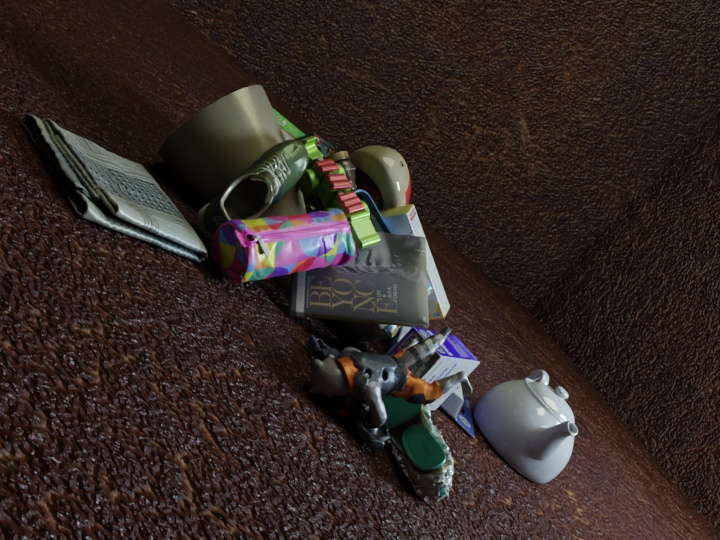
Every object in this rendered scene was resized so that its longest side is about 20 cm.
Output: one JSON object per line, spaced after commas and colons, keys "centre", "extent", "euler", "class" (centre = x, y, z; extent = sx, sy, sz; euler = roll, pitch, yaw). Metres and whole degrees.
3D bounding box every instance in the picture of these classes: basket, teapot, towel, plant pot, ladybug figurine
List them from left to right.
{"centre": [-0.287, -0.101, 0.963], "extent": [0.193, 0.035, 0.199], "euler": [50, 13, 30], "class": "towel"}
{"centre": [-0.171, -0.142, 1.225], "extent": [0.201, 0.186, 0.187], "euler": [57, 11, -1], "class": "plant pot"}
{"centre": [0.000, 0.000, 1.243], "extent": [0.138, 0.176, 0.201], "euler": [-9, -62, 55], "class": "basket"}
{"centre": [0.033, -0.141, 1.375], "extent": [0.136, 0.072, 0.201], "euler": [47, -24, 13], "class": "ladybug figurine"}
{"centre": [0.304, 0.259, 1.416], "extent": [0.200, 0.146, 0.197], "euler": [49, 12, 36], "class": "teapot"}

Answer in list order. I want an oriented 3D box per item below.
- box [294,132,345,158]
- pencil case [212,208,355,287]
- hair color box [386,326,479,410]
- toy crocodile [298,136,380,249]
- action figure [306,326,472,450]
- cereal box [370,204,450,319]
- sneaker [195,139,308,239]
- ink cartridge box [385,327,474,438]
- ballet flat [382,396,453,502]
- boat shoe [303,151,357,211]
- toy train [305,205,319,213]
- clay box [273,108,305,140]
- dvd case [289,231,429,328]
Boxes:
{"centre": [-0.135, -0.173, 1.382], "extent": [0.136, 0.197, 0.038], "euler": [16, 60, -68], "class": "box"}
{"centre": [-0.098, -0.034, 1.071], "extent": [0.198, 0.089, 0.089], "euler": [-12, 49, -42], "class": "pencil case"}
{"centre": [0.094, 0.147, 1.181], "extent": [0.065, 0.109, 0.200], "euler": [46, 11, 21], "class": "hair color box"}
{"centre": [-0.036, -0.113, 1.184], "extent": [0.067, 0.062, 0.201], "euler": [-14, 58, -33], "class": "toy crocodile"}
{"centre": [0.014, 0.113, 0.993], "extent": [0.191, 0.106, 0.200], "euler": [-5, 36, -37], "class": "action figure"}
{"centre": [0.053, -0.006, 1.357], "extent": [0.040, 0.142, 0.202], "euler": [-52, 127, -49], "class": "cereal box"}
{"centre": [-0.132, -0.114, 1.109], "extent": [0.067, 0.200, 0.090], "euler": [54, -25, -15], "class": "sneaker"}
{"centre": [0.132, 0.177, 1.392], "extent": [0.200, 0.043, 0.196], "euler": [41, 10, -1], "class": "ink cartridge box"}
{"centre": [0.065, 0.209, 1.001], "extent": [0.071, 0.072, 0.201], "euler": [37, 14, -27], "class": "ballet flat"}
{"centre": [-0.063, -0.134, 1.349], "extent": [0.071, 0.070, 0.200], "euler": [69, -23, 2], "class": "boat shoe"}
{"centre": [-0.063, -0.091, 1.442], "extent": [0.199, 0.042, 0.057], "euler": [-4, -58, 50], "class": "toy train"}
{"centre": [-0.193, -0.214, 1.465], "extent": [0.114, 0.199, 0.048], "euler": [36, 51, -30], "class": "clay box"}
{"centre": [0.000, 0.005, 1.158], "extent": [0.197, 0.016, 0.151], "euler": [6, 58, -8], "class": "dvd case"}
